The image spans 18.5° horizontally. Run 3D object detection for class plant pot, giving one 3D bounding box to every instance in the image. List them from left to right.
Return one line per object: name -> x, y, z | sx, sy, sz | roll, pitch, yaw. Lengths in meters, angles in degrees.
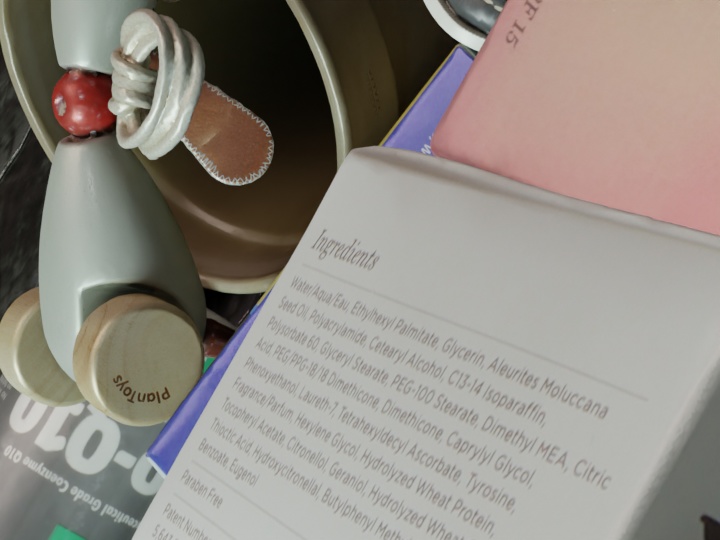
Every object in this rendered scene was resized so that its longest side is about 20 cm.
plant pot -> -0.030, -0.116, 0.971 | 0.173, 0.200, 0.200 | -36, 8, -38

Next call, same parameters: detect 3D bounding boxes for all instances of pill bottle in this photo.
pill bottle -> -0.127, 0.098, 1.000 | 0.200, 0.113, 0.113 | -60, 24, -2

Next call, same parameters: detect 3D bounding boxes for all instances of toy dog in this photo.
toy dog -> -0.078, -0.029, 0.875 | 0.132, 0.096, 0.200 | 43, 125, 46

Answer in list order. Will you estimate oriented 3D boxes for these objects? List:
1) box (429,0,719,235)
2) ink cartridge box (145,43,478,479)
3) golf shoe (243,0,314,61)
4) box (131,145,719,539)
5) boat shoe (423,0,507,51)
box -> 0.139, -0.034, 0.577 | 0.200, 0.109, 0.128 | 28, 88, 44
ink cartridge box -> 0.000, 0.000, 0.845 | 0.198, 0.047, 0.200 | -52, -9, 13
golf shoe -> -0.069, -0.047, 1.103 | 0.078, 0.094, 0.200 | -52, -22, -62
box -> 0.081, 0.080, 0.522 | 0.131, 0.199, 0.200 | -61, 24, -4
boat shoe -> 0.064, -0.168, 0.821 | 0.060, 0.074, 0.200 | 125, 162, -53
